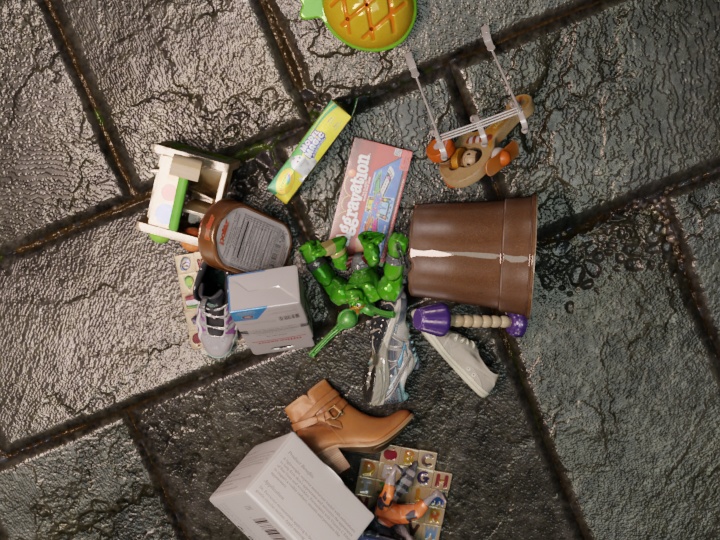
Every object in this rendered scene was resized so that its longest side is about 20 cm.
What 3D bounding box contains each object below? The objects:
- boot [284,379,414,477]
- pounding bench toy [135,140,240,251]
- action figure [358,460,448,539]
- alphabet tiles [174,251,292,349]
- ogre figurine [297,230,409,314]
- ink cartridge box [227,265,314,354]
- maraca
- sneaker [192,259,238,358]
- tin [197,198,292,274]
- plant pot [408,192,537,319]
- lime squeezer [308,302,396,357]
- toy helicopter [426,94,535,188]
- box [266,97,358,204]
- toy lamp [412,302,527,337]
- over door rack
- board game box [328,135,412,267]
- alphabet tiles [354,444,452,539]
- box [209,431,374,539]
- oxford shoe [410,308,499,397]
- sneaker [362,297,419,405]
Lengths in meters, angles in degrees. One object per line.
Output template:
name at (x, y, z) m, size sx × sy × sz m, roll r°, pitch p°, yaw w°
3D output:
boot at (-0.019, 0.251, 1.623) m, size 0.199 × 0.074 × 0.155 m, roll -28°, pitch 71°, yaw -21°
pounding bench toy at (-0.282, -0.111, 1.497) m, size 0.123 × 0.200 × 0.157 m, roll 15°, pitch 100°, yaw -2°
action figure at (0.065, 0.441, 1.654) m, size 0.199 × 0.105 × 0.194 m, roll 31°, pitch 108°, yaw -32°
alphabet tiles at (-0.209, 0.041, 1.621) m, size 0.198 × 0.008 × 0.169 m, roll -8°, pitch 100°, yaw 3°
ogre figurine at (0.000, 0.000, 1.543) m, size 0.198 × 0.098 × 0.121 m, roll -14°, pitch 114°, yaw 14°
ink cartridge box at (-0.143, 0.070, 1.553) m, size 0.115 × 0.200 × 0.068 m, roll -8°, pitch 65°, yaw 1°
maraca at (-0.008, -0.425, 1.480) m, size 0.199 × 0.107 × 0.138 m, roll 21°, pitch 101°, yaw -2°
sneaker at (-0.245, 0.059, 1.549) m, size 0.077 × 0.140 × 0.202 m, roll 1°, pitch 100°, yaw 1°
tin at (-0.181, -0.046, 1.512) m, size 0.042 × 0.200 × 0.113 m, roll 10°, pitch 83°, yaw 34°
plant pot at (0.180, -0.027, 1.514) m, size 0.196 × 0.200 × 0.202 m, roll 2°, pitch 100°, yaw 8°
lime squeezer at (-0.009, 0.089, 1.599) m, size 0.199 × 0.071 × 0.038 m, roll -27°, pitch 139°, yaw 35°
toy helicopter at (0.212, -0.209, 1.513) m, size 0.200 × 0.132 × 0.079 m, roll -45°, pitch 127°, yaw -8°
box at (-0.072, -0.204, 1.517) m, size 0.048 × 0.117 × 0.200 m, roll 39°, pitch 98°, yaw -6°
toy lamp at (0.180, 0.083, 1.555) m, size 0.198 × 0.058 × 0.059 m, roll 4°, pitch 102°, yaw -28°
over door rack at (0.170, -0.278, 1.500) m, size 0.147 × 0.067 × 0.201 m, roll -19°, pitch 64°, yaw 5°
board game box at (0.014, -0.115, 1.581) m, size 0.102 × 0.019 × 0.202 m, roll 14°, pitch 100°, yaw 0°
alphabet tiles at (0.071, 0.411, 1.680) m, size 0.165 × 0.006 × 0.202 m, roll 10°, pitch 100°, yaw 0°
box at (-0.118, 0.395, 1.569) m, size 0.199 × 0.200 × 0.131 m, roll 47°, pitch 60°, yaw -6°
oxford shoe at (0.162, 0.131, 1.595) m, size 0.058 × 0.075 × 0.200 m, roll -44°, pitch 101°, yaw 6°
sneaker at (0.060, 0.133, 1.608) m, size 0.086 × 0.078 × 0.202 m, roll 7°, pitch 100°, yaw -21°
